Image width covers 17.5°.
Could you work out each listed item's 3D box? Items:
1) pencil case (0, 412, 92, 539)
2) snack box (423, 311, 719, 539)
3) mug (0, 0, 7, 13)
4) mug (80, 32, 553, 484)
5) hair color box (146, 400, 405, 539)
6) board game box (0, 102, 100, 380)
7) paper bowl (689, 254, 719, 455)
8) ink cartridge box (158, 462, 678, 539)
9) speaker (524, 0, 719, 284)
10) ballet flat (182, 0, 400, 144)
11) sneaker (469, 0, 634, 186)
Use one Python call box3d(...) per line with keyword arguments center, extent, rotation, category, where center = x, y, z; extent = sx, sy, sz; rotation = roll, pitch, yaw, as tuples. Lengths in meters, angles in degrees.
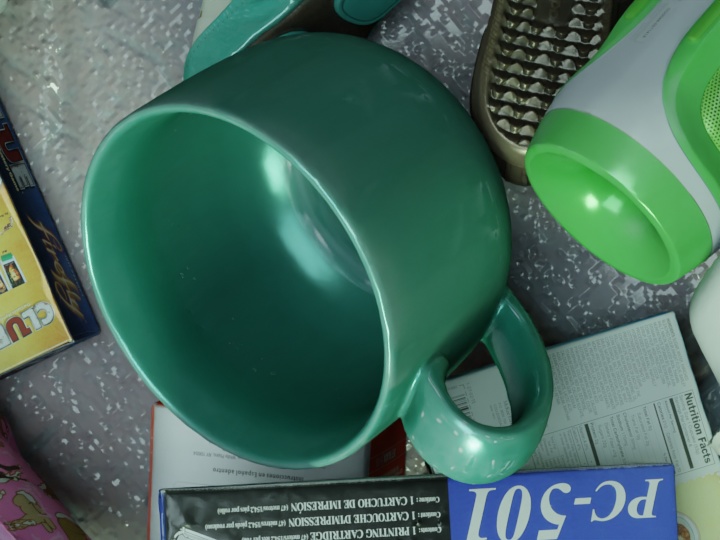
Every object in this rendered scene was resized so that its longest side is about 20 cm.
box3d(center=(-0.139, 0.135, 0.989), extent=(0.200, 0.083, 0.087), rotation=(42, 123, 39), category="pencil case")
box3d(center=(0.102, 0.129, 0.958), extent=(0.116, 0.037, 0.201), rotation=(-16, 86, -3), category="snack box")
box3d(center=(-0.239, -0.144, 1.000), extent=(0.175, 0.148, 0.200), rotation=(-47, 49, -12), category="mug")
box3d(center=(-0.009, -0.002, 0.920), extent=(0.152, 0.114, 0.186), rotation=(-20, 102, 45), category="mug")
box3d(center=(-0.038, 0.156, 1.013), extent=(0.101, 0.061, 0.201), rotation=(5, 96, 16), category="hair color box")
box3d(center=(-0.234, 0.008, 1.067), extent=(0.199, 0.035, 0.136), rotation=(-24, 89, 16), category="board game box")
box3d(center=(0.199, -0.005, 0.858), extent=(0.104, 0.201, 0.201), rotation=(39, 104, 8), category="paper bowl")
box3d(center=(0.024, 0.126, 0.907), extent=(0.199, 0.044, 0.095), rotation=(-3, 86, -7), category="ink cartridge box")
box3d(center=(0.151, -0.091, 0.882), extent=(0.088, 0.088, 0.200), rotation=(39, 73, 8), category="speaker")
box3d(center=(-0.024, -0.116, 0.988), extent=(0.200, 0.067, 0.070), rotation=(-47, 55, 15), category="ballet flat")
box3d(center=(0.088, -0.131, 0.950), extent=(0.070, 0.076, 0.201), rotation=(21, 78, 4), category="sneaker")
